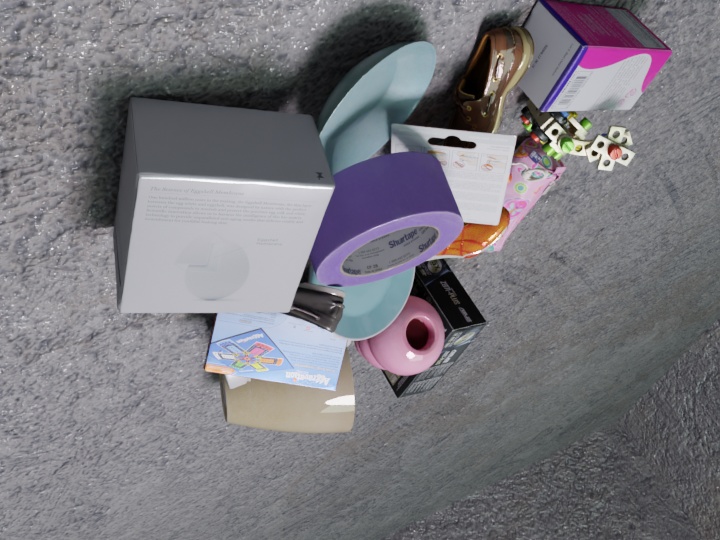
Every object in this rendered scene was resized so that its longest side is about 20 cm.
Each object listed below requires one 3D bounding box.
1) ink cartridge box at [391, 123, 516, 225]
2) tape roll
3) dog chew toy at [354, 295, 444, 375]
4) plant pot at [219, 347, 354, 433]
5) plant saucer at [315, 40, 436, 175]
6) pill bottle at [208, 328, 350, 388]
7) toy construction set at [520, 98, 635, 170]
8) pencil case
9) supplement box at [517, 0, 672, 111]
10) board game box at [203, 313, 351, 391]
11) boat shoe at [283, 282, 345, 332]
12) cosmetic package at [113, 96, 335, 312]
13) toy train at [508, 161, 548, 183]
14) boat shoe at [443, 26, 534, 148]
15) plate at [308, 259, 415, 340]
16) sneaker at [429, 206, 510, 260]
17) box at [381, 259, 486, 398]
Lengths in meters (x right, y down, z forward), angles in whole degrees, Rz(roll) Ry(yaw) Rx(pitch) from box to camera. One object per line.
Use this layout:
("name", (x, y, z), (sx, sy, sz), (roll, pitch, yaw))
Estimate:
("ink cartridge box", (0.119, -0.138, 1.059), (0.158, 0.048, 0.201), (7, 150, 6))
("tape roll", (0.024, -0.060, 1.002), (0.197, 0.086, 0.200), (-18, 161, -7))
("dog chew toy", (0.052, 0.107, 1.291), (0.123, 0.126, 0.200), (-19, -179, -24))
("plant pot", (-0.129, 0.189, 1.308), (0.197, 0.189, 0.188), (-7, 146, -15))
("plant saucer", (0.006, -0.194, 0.924), (0.201, 0.039, 0.201), (-42, 165, -14))
("pill bottle", (-0.122, 0.097, 1.205), (0.198, 0.114, 0.114), (-21, 151, -12))
("toy construction set", (0.295, -0.193, 1.125), (0.131, 0.200, 0.092), (38, 98, -23))
("pencil case", (0.245, -0.119, 1.279), (0.087, 0.088, 0.201), (-5, 143, -41))
("supplement box", (0.303, -0.283, 1.057), (0.198, 0.104, 0.102), (-8, 143, -37))
("board game box", (-0.117, 0.108, 1.138), (0.197, 0.019, 0.104), (12, 95, -20))
("boat shoe", (-0.115, 0.041, 1.063), (0.197, 0.058, 0.067), (7, 169, 22))
("cosmetic package", (-0.156, -0.064, 0.857), (0.197, 0.124, 0.201), (1, 139, -24))
("toy train", (0.179, -0.132, 1.177), (0.148, 0.056, 0.200), (11, 154, -23))
("boat shoe", (0.149, -0.226, 1.030), (0.067, 0.072, 0.201), (-5, 136, -32))
("plate", (0.000, 0.000, 1.147), (0.198, 0.025, 0.203), (-10, 106, -37))
("sneaker", (0.128, -0.059, 1.191), (0.198, 0.074, 0.077), (-15, 143, 25))
("box", (0.101, 0.095, 1.384), (0.085, 0.165, 0.201), (-7, 142, -39))
